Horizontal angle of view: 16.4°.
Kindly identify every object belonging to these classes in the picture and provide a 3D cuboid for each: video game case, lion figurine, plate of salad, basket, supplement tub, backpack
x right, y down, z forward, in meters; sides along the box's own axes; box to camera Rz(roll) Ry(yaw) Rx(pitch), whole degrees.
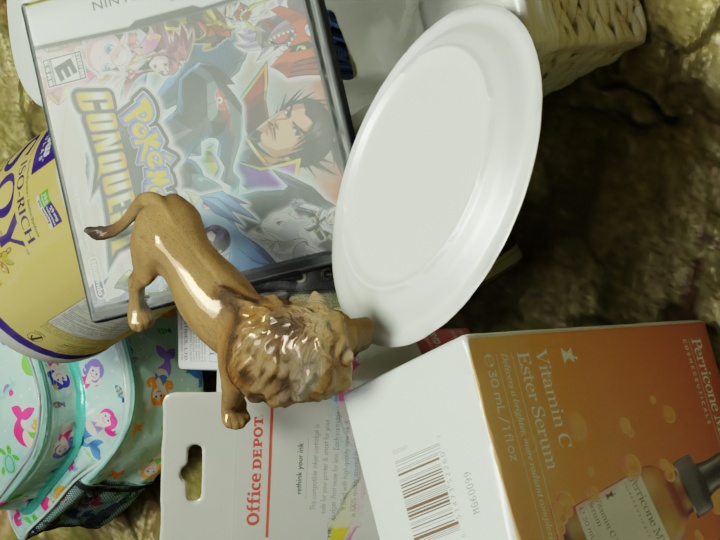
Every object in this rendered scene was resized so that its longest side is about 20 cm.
[{"bbox_3d":[-0.097,-0.086,1.502,0.180,0.026,0.201,-14,86,8],"label":"video game case"},{"bbox_3d":[-0.083,0.012,1.409,0.200,0.072,0.123,39,154,14],"label":"lion figurine"},{"bbox_3d":[0.047,-0.051,1.391,0.200,0.048,0.201,-36,45,46],"label":"plate of salad"},{"bbox_3d":[0.061,-0.162,1.512,0.200,0.123,0.136,-23,76,46],"label":"basket"},{"bbox_3d":[-0.161,-0.036,1.633,0.200,0.145,0.146,-30,70,44],"label":"supplement tub"},{"bbox_3d":[-0.210,0.082,1.806,0.200,0.150,0.178,-38,63,36],"label":"backpack"}]

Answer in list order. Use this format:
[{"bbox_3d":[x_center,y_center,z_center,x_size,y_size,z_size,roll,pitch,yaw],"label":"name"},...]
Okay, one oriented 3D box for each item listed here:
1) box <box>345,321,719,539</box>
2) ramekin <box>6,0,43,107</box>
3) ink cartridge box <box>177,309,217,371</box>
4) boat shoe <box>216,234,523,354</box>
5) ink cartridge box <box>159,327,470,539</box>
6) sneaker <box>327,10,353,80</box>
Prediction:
[{"bbox_3d":[0.113,0.118,1.404,0.106,0.200,0.153,-28,72,45],"label":"box"},{"bbox_3d":[-0.180,-0.202,1.744,0.200,0.097,0.201,180,90,-67],"label":"ramekin"},{"bbox_3d":[-0.034,0.002,1.656,0.200,0.076,0.137,-1,90,49],"label":"ink cartridge box"},{"bbox_3d":[-0.001,0.000,1.549,0.072,0.200,0.066,-108,0,-84],"label":"boat shoe"},{"bbox_3d":[-0.026,0.103,1.515,0.068,0.199,0.117,-117,27,-61],"label":"ink cartridge box"},{"bbox_3d":[-0.041,-0.159,1.656,0.200,0.076,0.077,54,132,29],"label":"sneaker"}]
